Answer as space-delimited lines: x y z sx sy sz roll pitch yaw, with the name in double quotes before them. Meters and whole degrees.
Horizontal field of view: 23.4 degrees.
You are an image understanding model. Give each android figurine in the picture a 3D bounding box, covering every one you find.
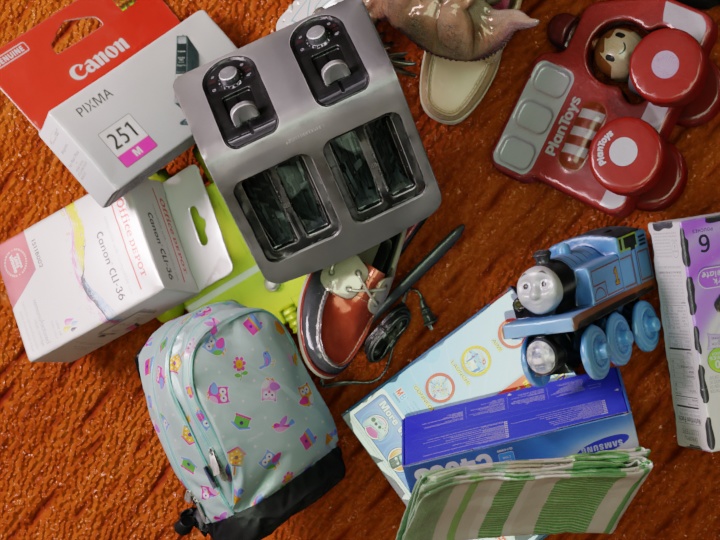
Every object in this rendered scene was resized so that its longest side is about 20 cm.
"android figurine" -0.121 -0.017 1.609 0.181 0.041 0.201 -28 87 6

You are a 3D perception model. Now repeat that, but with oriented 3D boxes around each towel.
"towel" 0.137 0.198 1.473 0.198 0.153 0.024 -5 60 -10

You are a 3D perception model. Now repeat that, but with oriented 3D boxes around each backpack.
"backpack" -0.106 0.125 1.531 0.126 0.166 0.201 -15 103 50

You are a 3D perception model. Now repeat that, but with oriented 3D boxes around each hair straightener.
"hair straightener" 0.033 0.034 1.591 0.077 0.041 0.201 38 93 4

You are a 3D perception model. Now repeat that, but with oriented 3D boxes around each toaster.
"toaster" -0.042 -0.102 1.478 0.179 0.201 0.119 -23 46 0

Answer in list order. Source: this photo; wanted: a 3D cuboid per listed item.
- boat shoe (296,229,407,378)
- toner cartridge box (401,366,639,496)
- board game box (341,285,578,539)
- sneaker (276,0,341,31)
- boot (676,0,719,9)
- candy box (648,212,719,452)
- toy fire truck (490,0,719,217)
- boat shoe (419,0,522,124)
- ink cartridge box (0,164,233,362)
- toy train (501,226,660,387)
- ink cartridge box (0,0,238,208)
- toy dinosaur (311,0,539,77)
"boat shoe" 0.000 0.000 1.542 0.071 0.062 0.201 34 61 -31
"toner cartridge box" 0.136 0.142 1.498 0.198 0.095 0.044 -14 111 7
"board game box" 0.119 0.151 1.579 0.195 0.056 0.201 -36 88 6
"sneaker" -0.035 -0.233 1.577 0.080 0.070 0.202 16 91 18
"boot" 0.357 -0.264 1.536 0.198 0.074 0.076 14 84 8
"candy box" 0.353 0.045 1.517 0.166 0.071 0.202 -9 92 -15
"toy fire truck" 0.221 -0.153 1.540 0.167 0.112 0.201 26 94 23
"boat shoe" 0.104 -0.230 1.561 0.073 0.069 0.202 21 94 5
"ink cartridge box" -0.224 -0.009 1.571 0.199 0.067 0.117 -28 75 21
"toy train" 0.191 0.029 1.502 0.086 0.199 0.115 -11 95 34
"ink cartridge box" -0.210 -0.177 1.554 0.174 0.044 0.200 48 56 2
"toy dinosaur" 0.064 -0.215 1.502 0.199 0.086 0.137 21 108 19
